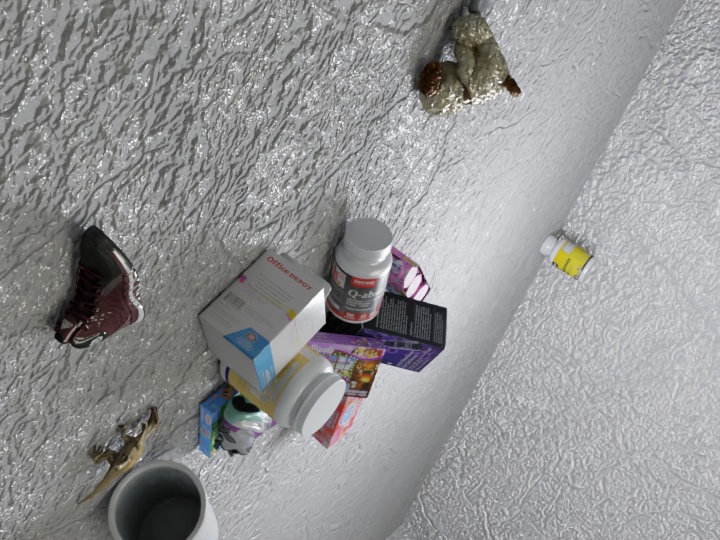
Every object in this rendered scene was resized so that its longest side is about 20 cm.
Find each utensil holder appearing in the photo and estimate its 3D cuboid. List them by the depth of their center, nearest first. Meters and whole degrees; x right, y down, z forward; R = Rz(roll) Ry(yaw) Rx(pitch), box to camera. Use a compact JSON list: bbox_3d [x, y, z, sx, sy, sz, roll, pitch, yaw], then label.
[{"bbox_3d":[-0.347,0.456,1.545,0.170,0.169,0.201,-46,159,-24],"label":"utensil holder"}]

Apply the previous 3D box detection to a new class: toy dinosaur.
[{"bbox_3d":[-0.388,0.308,1.383,0.200,0.058,0.101,-51,160,-13],"label":"toy dinosaur"}]

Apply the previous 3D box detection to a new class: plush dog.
[{"bbox_3d":[0.189,-0.347,1.591,0.171,0.161,0.200,-28,158,6],"label":"plush dog"}]

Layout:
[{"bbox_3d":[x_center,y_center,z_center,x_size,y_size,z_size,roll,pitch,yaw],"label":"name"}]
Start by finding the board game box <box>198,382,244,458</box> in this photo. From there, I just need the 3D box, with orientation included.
[{"bbox_3d":[-0.233,0.257,1.681,0.200,0.036,0.152,-40,154,-38],"label":"board game box"}]

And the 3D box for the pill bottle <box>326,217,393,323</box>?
[{"bbox_3d":[0.000,0.000,1.700,0.116,0.116,0.201,-38,153,-38],"label":"pill bottle"}]

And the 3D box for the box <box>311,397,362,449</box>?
[{"bbox_3d":[-0.064,0.313,2.056,0.094,0.102,0.201,-31,150,-48],"label":"box"}]

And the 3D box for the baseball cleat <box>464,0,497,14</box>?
[{"bbox_3d":[0.278,-0.529,1.531,0.201,0.106,0.070,-55,165,5],"label":"baseball cleat"}]

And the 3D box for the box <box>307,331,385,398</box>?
[{"bbox_3d":[-0.062,0.196,1.786,0.198,0.039,0.138,7,121,-18],"label":"box"}]

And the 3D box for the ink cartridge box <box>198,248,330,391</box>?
[{"bbox_3d":[-0.153,0.075,1.453,0.200,0.128,0.126,-45,158,-25],"label":"ink cartridge box"}]

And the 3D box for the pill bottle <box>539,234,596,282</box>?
[{"bbox_3d":[0.789,-0.052,3.268,0.111,0.199,0.112,-45,157,-25],"label":"pill bottle"}]

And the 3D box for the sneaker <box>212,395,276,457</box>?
[{"bbox_3d":[-0.212,0.303,1.653,0.199,0.078,0.141,4,119,-56],"label":"sneaker"}]

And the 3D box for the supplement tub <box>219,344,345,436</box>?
[{"bbox_3d":[-0.140,0.192,1.555,0.145,0.199,0.146,-45,157,-25],"label":"supplement tub"}]

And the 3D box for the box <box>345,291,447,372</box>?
[{"bbox_3d":[0.072,0.131,1.875,0.148,0.198,0.105,125,-25,-56],"label":"box"}]

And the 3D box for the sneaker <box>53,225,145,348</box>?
[{"bbox_3d":[-0.337,0.039,1.068,0.115,0.076,0.201,-42,156,-25],"label":"sneaker"}]

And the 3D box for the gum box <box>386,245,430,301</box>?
[{"bbox_3d":[0.082,0.008,1.898,0.066,0.113,0.200,-52,159,-7],"label":"gum box"}]

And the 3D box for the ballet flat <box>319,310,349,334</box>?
[{"bbox_3d":[-0.075,0.155,1.843,0.201,0.066,0.057,-54,170,0],"label":"ballet flat"}]
